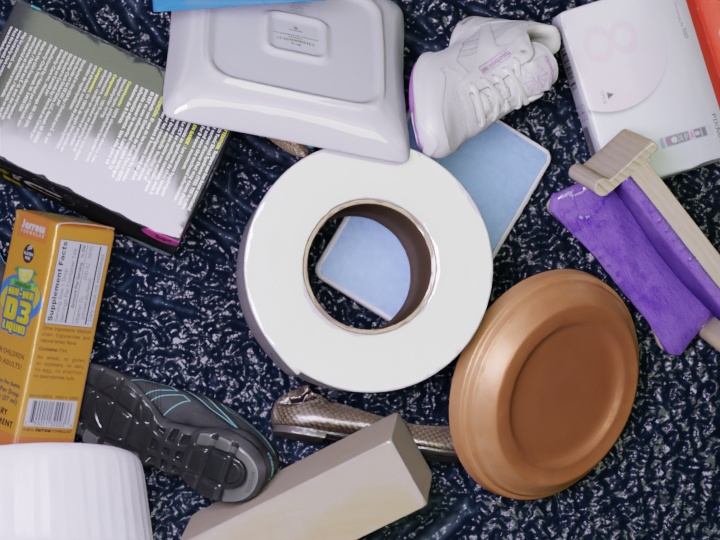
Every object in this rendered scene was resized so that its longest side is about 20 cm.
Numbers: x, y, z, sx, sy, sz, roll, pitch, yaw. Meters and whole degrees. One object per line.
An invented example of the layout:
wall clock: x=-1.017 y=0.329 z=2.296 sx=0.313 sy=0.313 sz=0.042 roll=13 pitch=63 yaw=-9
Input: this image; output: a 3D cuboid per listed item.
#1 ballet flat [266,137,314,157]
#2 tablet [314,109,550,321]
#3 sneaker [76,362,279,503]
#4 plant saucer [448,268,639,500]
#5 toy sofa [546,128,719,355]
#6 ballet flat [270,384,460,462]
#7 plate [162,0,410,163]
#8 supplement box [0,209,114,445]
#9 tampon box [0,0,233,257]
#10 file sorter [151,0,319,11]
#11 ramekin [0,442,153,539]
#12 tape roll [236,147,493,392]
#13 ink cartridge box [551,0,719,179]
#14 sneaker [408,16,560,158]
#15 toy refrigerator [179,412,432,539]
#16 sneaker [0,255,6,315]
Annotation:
ballet flat: x=-0.086 y=-0.163 z=1.725 sx=0.065 sy=0.071 sz=0.200 roll=-20 pitch=50 yaw=7
tablet: x=0.063 y=-0.049 z=1.788 sx=0.130 sy=0.014 sz=0.200 roll=31 pitch=85 yaw=-4
sneaker: x=-0.159 y=0.133 z=1.729 sx=0.200 sy=0.079 sz=0.076 roll=27 pitch=110 yaw=15
plant saucer: x=0.162 y=0.099 z=1.725 sx=0.200 sy=0.037 sz=0.201 roll=-12 pitch=112 yaw=-33
toy sofa: x=0.254 y=-0.014 z=1.746 sx=0.098 sy=0.083 sz=0.200 roll=-40 pitch=106 yaw=0
ballet flat: x=0.024 y=0.131 z=1.751 sx=0.200 sy=0.067 sz=0.046 roll=8 pitch=76 yaw=-1
plate: x=-0.055 y=-0.179 z=1.667 sx=0.199 sy=0.032 sz=0.200 roll=10 pitch=44 yaw=-11
supplement box: x=-0.260 y=0.054 z=1.697 sx=0.069 sy=0.066 sz=0.200 roll=11 pitch=92 yaw=-46
tampon box: x=-0.214 y=-0.111 z=1.693 sx=0.200 sy=0.150 sz=0.126 roll=26 pitch=83 yaw=-4
file sorter: x=-0.107 y=-0.308 z=1.676 sx=0.138 sy=0.200 sz=0.123 roll=-4 pitch=121 yaw=-7
ramekin: x=-0.260 y=0.199 z=1.649 sx=0.200 sy=0.200 sz=0.098 roll=-2 pitch=75 yaw=-6
tape roll: x=0.000 y=0.000 z=1.702 sx=0.202 sy=0.139 sz=0.203 roll=0 pitch=88 yaw=-6
ink cartridge box: x=0.283 y=-0.171 z=1.802 sx=0.200 sy=0.057 sz=0.163 roll=-17 pitch=88 yaw=-2
sneaker: x=0.103 y=-0.159 z=1.709 sx=0.099 sy=0.200 sz=0.075 roll=1 pitch=124 yaw=27
toy refrigerator: x=-0.043 y=0.199 z=1.699 sx=0.200 sy=0.076 sz=0.070 roll=-27 pitch=100 yaw=11
sneaker: x=-0.352 y=-0.031 z=1.722 sx=0.082 sy=0.073 sz=0.200 roll=-41 pitch=99 yaw=-20
